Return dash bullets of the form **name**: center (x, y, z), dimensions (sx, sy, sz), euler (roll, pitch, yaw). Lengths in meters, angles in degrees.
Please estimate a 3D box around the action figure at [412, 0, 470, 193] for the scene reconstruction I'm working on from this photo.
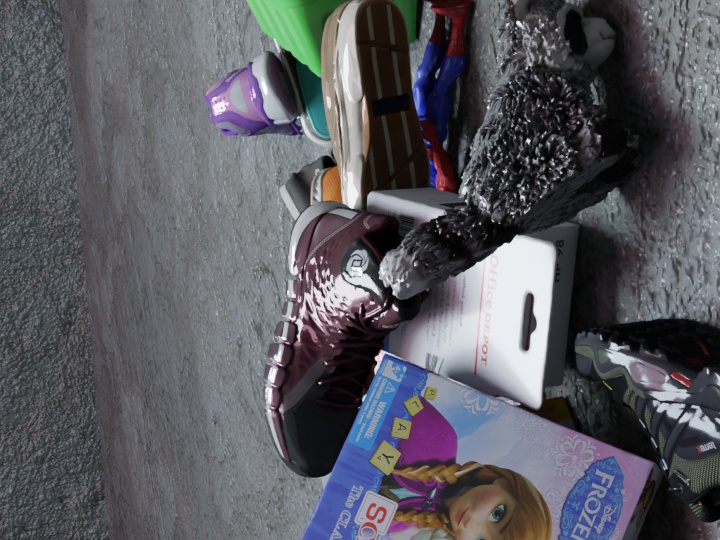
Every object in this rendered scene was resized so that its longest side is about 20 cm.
- **action figure**: center (0.053, -0.119, 1.075), dimensions (0.065, 0.051, 0.202), euler (43, 140, 52)

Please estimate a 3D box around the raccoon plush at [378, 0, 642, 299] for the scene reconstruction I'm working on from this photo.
- **raccoon plush**: center (0.076, -0.090, 0.829), dimensions (0.135, 0.199, 0.097), euler (61, 168, 16)

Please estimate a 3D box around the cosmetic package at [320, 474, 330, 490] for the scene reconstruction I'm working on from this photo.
- **cosmetic package**: center (0.013, 0.176, 1.245), dimensions (0.107, 0.089, 0.202), euler (128, 134, -60)

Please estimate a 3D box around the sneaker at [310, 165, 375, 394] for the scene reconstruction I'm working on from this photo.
- **sneaker**: center (0.000, 0.000, 1.064), dimensions (0.073, 0.076, 0.202), euler (45, -141, -60)

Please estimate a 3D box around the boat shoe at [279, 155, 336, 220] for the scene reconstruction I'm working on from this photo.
- **boat shoe**: center (-0.008, -0.025, 1.239), dimensions (0.057, 0.067, 0.201), euler (-42, 59, 15)

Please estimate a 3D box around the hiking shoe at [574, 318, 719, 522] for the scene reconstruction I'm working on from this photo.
- **hiking shoe**: center (0.181, 0.088, 0.758), dimensions (0.200, 0.075, 0.102), euler (-155, 62, -66)

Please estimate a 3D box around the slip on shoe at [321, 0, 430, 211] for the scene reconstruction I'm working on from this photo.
- **slip on shoe**: center (0.004, -0.106, 1.036), dimensions (0.060, 0.075, 0.202), euler (3, 103, 52)

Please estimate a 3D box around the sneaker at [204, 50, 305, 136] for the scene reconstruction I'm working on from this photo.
- **sneaker**: center (-0.103, -0.167, 1.345), dimensions (0.200, 0.088, 0.081), euler (-12, -98, -82)

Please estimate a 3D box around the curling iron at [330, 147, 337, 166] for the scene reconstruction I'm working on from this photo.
- **curling iron**: center (0.000, -0.111, 1.182), dimensions (0.050, 0.026, 0.200), euler (50, 170, 4)

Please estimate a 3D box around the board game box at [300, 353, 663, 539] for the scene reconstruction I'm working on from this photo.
- **board game box**: center (0.064, 0.181, 0.865), dimensions (0.202, 0.198, 0.041), euler (-66, -26, -10)

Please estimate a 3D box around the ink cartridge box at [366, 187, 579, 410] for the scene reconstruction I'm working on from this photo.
- **ink cartridge box**: center (0.085, 0.015, 0.950), dimensions (0.199, 0.066, 0.117), euler (20, 109, 51)

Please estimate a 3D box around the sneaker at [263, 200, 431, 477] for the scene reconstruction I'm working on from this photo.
- **sneaker**: center (-0.006, 0.052, 0.952), dimensions (0.115, 0.075, 0.203), euler (4, 92, 49)

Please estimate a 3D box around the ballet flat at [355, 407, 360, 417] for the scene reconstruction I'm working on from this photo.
- **ballet flat**: center (0.076, 0.167, 1.009), dimensions (0.199, 0.073, 0.073), euler (36, 145, 11)

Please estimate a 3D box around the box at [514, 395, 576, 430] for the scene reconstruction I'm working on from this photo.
- **box**: center (0.116, 0.191, 0.918), dimensions (0.042, 0.118, 0.202), euler (113, 143, -55)

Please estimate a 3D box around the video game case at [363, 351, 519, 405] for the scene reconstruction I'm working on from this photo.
- **video game case**: center (0.053, 0.087, 1.067), dimensions (0.199, 0.017, 0.145), euler (-15, 83, 42)

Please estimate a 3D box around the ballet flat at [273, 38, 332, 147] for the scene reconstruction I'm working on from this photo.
- **ballet flat**: center (-0.050, -0.214, 1.303), dimensions (0.069, 0.069, 0.202), euler (159, 100, -70)

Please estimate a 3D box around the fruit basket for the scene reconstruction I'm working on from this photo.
- **fruit basket**: center (-0.052, -0.284, 1.130), dimensions (0.216, 0.154, 0.218), euler (158, 90, -77)
